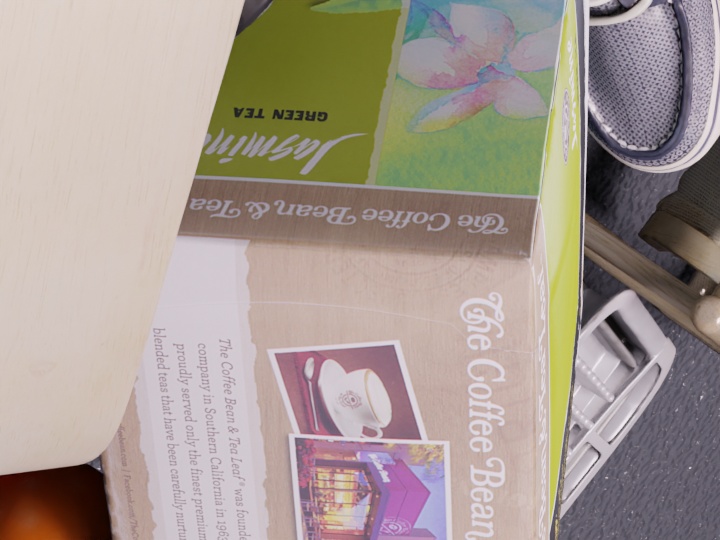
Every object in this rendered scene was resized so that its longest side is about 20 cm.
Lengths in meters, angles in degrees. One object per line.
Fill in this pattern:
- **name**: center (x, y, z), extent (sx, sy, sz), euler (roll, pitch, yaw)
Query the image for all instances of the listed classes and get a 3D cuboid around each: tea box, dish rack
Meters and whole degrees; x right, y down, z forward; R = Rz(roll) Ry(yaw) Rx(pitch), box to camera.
- **tea box**: center (0.000, 0.000, 0.912), extent (0.197, 0.133, 0.200), euler (-80, 171, -47)
- **dish rack**: center (0.054, 0.077, 1.193), extent (0.172, 0.044, 0.200), euler (-51, 165, -1)

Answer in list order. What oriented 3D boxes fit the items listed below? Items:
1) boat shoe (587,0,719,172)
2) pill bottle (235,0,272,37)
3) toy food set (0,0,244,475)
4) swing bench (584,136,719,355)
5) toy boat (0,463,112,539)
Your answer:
- **boat shoe**: center (0.073, -0.112, 1.009), extent (0.093, 0.075, 0.200), euler (-51, 128, -55)
- **pill bottle**: center (-0.096, -0.144, 0.772), extent (0.112, 0.112, 0.200), euler (-47, 143, -8)
- **toy food set**: center (-0.114, -0.032, 0.723), extent (0.143, 0.060, 0.200), euler (-3, 120, -41)
- **swing bench**: center (0.189, -0.058, 1.197), extent (0.199, 0.130, 0.200), euler (-55, 145, 3)
- **toy boat**: center (-0.123, 0.067, 0.948), extent (0.130, 0.131, 0.200), euler (-11, 127, -43)
